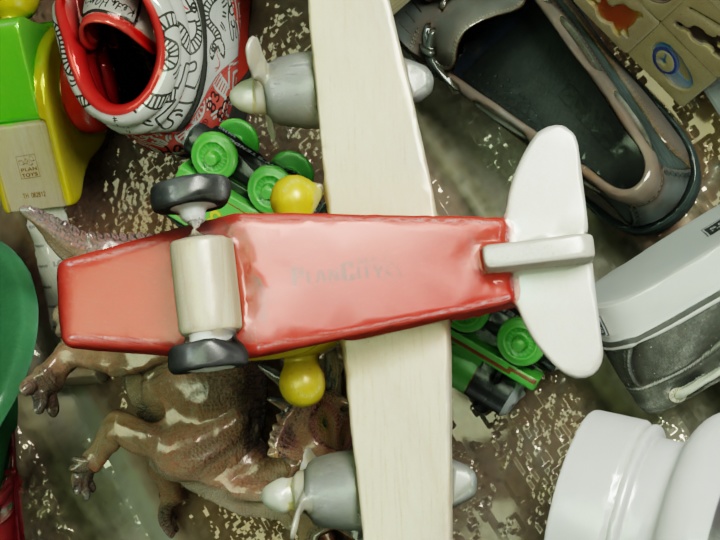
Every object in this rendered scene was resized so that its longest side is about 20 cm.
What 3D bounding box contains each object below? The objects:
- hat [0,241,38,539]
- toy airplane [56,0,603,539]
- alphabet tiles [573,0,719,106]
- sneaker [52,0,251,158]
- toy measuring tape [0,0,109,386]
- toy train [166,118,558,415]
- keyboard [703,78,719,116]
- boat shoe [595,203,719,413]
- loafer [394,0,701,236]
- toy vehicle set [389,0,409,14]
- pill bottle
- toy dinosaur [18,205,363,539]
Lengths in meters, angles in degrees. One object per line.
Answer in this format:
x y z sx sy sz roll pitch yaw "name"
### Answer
-0.190 0.112 0.955 0.164 0.176 0.201 4 58 35 "hat"
0.001 0.004 0.783 0.199 0.141 0.201 40 73 -7 "toy airplane"
0.116 -0.142 0.750 0.200 0.166 0.006 44 66 -1 "alphabet tiles"
-0.091 -0.156 0.884 0.067 0.108 0.204 0 87 20 "sneaker"
-0.143 -0.048 0.934 0.073 0.074 0.202 -5 107 20 "toy measuring tape"
0.000 0.000 0.863 0.199 0.042 0.057 32 113 7 "toy train"
0.146 -0.135 0.835 0.056 0.011 0.201 -35 69 17 "keyboard"
0.191 -0.009 0.799 0.199 0.071 0.064 -29 103 12 "boat shoe"
0.069 -0.097 0.845 0.200 0.063 0.072 44 100 17 "loafer"
-0.026 -0.204 0.868 0.199 0.027 0.124 36 60 18 "toy vehicle set"
0.178 0.120 0.767 0.198 0.111 0.113 14 92 21 "pill bottle"
-0.069 0.044 0.866 0.135 0.086 0.201 -27 90 16 "toy dinosaur"
